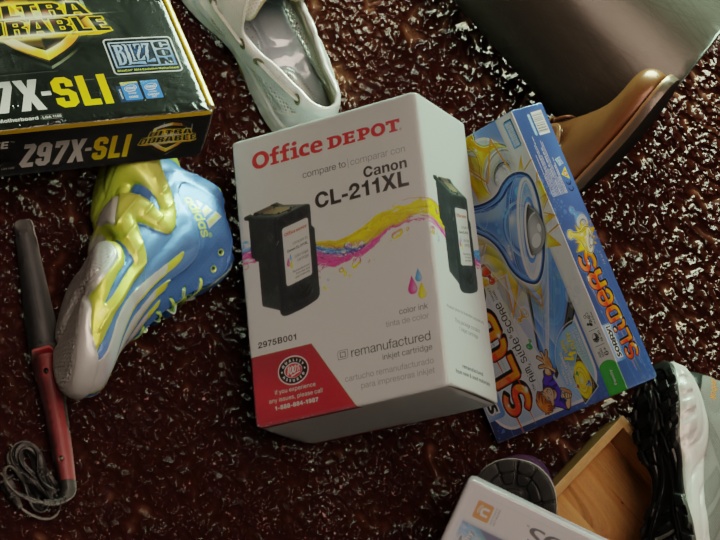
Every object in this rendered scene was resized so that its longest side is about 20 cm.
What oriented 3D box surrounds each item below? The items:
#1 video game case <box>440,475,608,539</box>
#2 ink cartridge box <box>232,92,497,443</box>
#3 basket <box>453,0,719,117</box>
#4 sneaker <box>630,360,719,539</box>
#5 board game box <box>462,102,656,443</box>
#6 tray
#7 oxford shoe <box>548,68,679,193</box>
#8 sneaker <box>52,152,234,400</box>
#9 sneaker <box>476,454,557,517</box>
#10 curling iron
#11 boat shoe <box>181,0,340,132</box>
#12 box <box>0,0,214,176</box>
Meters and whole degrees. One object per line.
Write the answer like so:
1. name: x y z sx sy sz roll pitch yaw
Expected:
1. video game case: 0.111 0.261 1.402 0.181 0.023 0.201 25 94 7
2. ink cartridge box: 0.000 0.000 1.448 0.083 0.145 0.202 24 56 -60
3. basket: 0.153 -0.201 1.596 0.200 0.136 0.181 40 57 -1
4. sneaker: 0.236 0.163 1.499 0.079 0.074 0.202 11 68 -24
5. board game box: 0.109 0.004 1.495 0.034 0.135 0.201 -18 82 -42
6. tray: 0.213 0.212 1.532 0.099 0.037 0.200 -42 92 -28
7. oxford shoe: 0.137 -0.082 1.519 0.071 0.200 0.071 52 27 6
8. sneaker: -0.133 0.004 1.430 0.104 0.076 0.201 22 58 -18
9. sneaker: 0.098 0.223 1.460 0.075 0.088 0.202 14 92 10
10. curling iron: -0.212 0.061 1.413 0.049 0.026 0.202 4 71 -24
11. boat shoe: -0.070 -0.187 1.530 0.071 0.069 0.201 -32 86 -26
12. box: -0.214 -0.138 1.436 0.198 0.050 0.160 -7 54 -24
